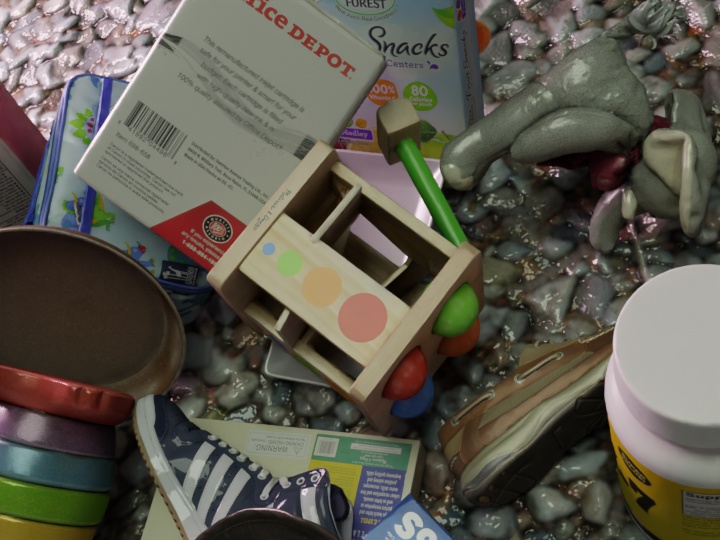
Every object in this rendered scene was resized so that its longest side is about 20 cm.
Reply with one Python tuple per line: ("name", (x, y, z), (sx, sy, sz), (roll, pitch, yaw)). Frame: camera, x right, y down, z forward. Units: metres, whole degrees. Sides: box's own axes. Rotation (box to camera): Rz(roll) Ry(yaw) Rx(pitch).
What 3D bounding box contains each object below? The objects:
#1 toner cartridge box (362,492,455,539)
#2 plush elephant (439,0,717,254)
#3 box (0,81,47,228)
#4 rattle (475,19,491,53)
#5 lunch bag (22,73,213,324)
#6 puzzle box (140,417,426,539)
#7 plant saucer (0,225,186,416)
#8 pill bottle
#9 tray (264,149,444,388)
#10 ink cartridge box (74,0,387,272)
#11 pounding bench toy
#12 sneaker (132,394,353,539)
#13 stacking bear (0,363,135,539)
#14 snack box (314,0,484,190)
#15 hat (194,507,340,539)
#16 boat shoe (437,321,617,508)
("toner cartridge box", (0.085, 0.230, 0.631), (0.043, 0.095, 0.200), (-39, 61, -15))
("plush elephant", (0.192, -0.088, 0.794), (0.199, 0.164, 0.155), (-35, 89, 33))
("box", (-0.340, -0.083, 0.920), (0.127, 0.200, 0.109), (-26, 53, 0))
("rattle", (-0.004, -0.180, 0.908), (0.143, 0.131, 0.200), (-38, 46, -18))
("lunch bag", (-0.190, -0.061, 0.887), (0.159, 0.083, 0.202), (14, 55, -19))
("puzzle box", (-0.059, 0.179, 0.768), (0.198, 0.025, 0.134), (3, 59, 20))
("plant saucer", (-0.230, 0.039, 0.816), (0.198, 0.201, 0.032), (-11, 38, 11))
("pill bottle", (0.204, 0.088, 0.631), (0.113, 0.200, 0.115), (-8, 56, 13))
("tray", (0.000, 0.000, 0.850), (0.106, 0.022, 0.202), (8, 70, 23))
("ink cartridge box", (-0.091, -0.115, 0.790), (0.144, 0.084, 0.201), (35, 100, -4))
("pounding bench toy", (0.025, -0.008, 0.758), (0.155, 0.124, 0.200), (35, 80, 18))
("sneaker", (-0.077, 0.146, 0.736), (0.108, 0.070, 0.201), (-33, 57, -3))
("stacking bear", (-0.240, 0.177, 0.769), (0.120, 0.114, 0.202), (12, 82, 10))
("snack box", (0.022, -0.165, 0.851), (0.141, 0.201, 0.053), (8, 42, 22))
("hat", (-0.018, 0.210, 0.619), (0.199, 0.202, 0.081), (20, 28, 28))
("boat shoe", (0.138, 0.077, 0.740), (0.199, 0.076, 0.072), (-35, 52, -7))
